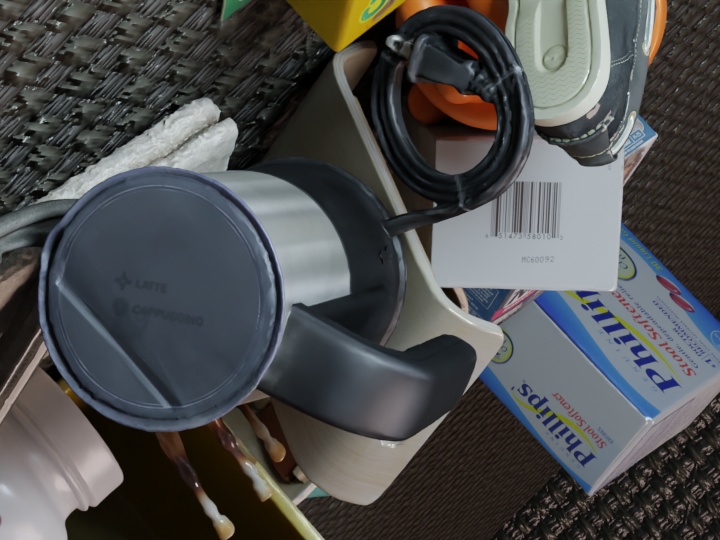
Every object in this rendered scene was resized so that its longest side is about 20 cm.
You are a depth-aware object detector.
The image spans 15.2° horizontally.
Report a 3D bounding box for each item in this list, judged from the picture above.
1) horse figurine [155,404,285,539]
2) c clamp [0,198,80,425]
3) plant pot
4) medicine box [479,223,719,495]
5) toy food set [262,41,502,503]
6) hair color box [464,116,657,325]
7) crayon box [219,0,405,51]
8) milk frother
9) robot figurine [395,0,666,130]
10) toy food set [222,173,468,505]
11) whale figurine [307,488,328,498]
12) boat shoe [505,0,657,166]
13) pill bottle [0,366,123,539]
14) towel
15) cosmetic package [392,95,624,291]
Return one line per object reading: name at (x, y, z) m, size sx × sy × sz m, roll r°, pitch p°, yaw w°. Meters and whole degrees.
horse figurine at (-0.089, 0.061, 1.436) m, size 0.050 × 0.133 × 0.200 m, roll -31°, pitch -172°, yaw 11°
c clamp at (-0.193, 0.047, 1.214) m, size 0.200 × 0.027 × 0.171 m, roll -55°, pitch 155°, yaw 11°
plant pot at (-0.150, 0.180, 1.583) m, size 0.195 × 0.194 × 0.200 m, roll -40°, pitch 176°, yaw -14°
medicine box at (0.204, 0.067, 2.296) m, size 0.103 × 0.182 × 0.200 m, roll -52°, pitch 165°, yaw 32°
toy food set at (0.000, 0.000, 1.418) m, size 0.060 × 0.201 × 0.144 m, roll 4°, pitch 139°, yaw -36°
hair color box at (0.134, -0.043, 2.001) m, size 0.100 × 0.061 × 0.200 m, roll -35°, pitch 164°, yaw -35°
crayon box at (0.030, -0.182, 1.238) m, size 0.200 × 0.052 × 0.126 m, roll -38°, pitch 166°, yaw -21°
milk frother at (-0.026, -0.029, 1.240) m, size 0.188 × 0.179 × 0.201 m, roll -12°, pitch 110°, yaw -73°
robot figurine at (0.092, -0.137, 1.438) m, size 0.200 × 0.116 × 0.145 m, roll -18°, pitch 130°, yaw -61°
toy food set at (-0.027, 0.042, 1.669) m, size 0.200 × 0.060 × 0.144 m, roll -46°, pitch -149°, yaw 10°
whale figurine at (-0.052, 0.124, 1.868) m, size 0.200 × 0.104 × 0.159 m, roll -34°, pitch 165°, yaw -36°
boat shoe at (0.114, -0.148, 1.332) m, size 0.072 × 0.201 × 0.068 m, roll -11°, pitch 149°, yaw 34°
pill bottle at (-0.222, 0.138, 1.366) m, size 0.200 × 0.112 × 0.112 m, roll -40°, pitch 167°, yaw -15°
towel at (-0.148, -0.003, 1.320) m, size 0.200 × 0.034 × 0.133 m, roll -35°, pitch 164°, yaw -30°
cosmetic package at (0.079, -0.047, 1.507) m, size 0.200 × 0.107 × 0.085 m, roll -113°, pitch -156°, yaw -80°
